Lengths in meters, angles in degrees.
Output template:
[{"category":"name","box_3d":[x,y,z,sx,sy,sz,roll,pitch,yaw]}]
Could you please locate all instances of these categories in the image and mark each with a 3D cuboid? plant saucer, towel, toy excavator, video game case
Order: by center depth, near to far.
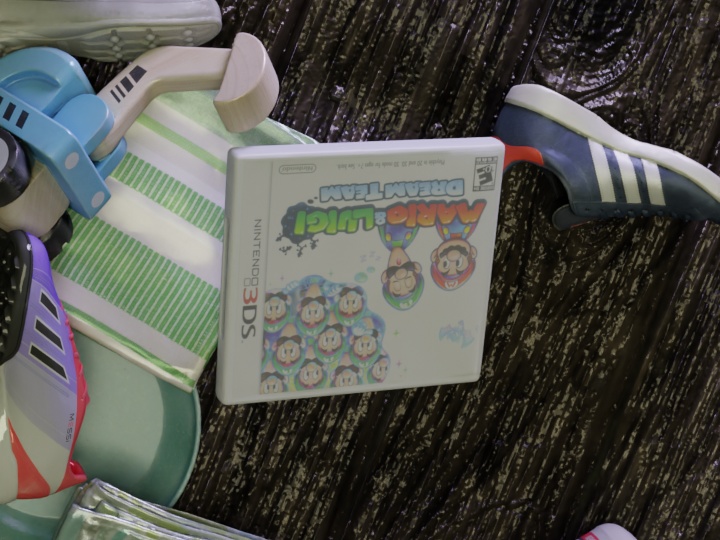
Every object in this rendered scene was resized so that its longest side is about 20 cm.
[{"category":"toy excavator","box_3d":[-0.180,-0.104,1.102,0.194,0.100,0.200,30,73,27]},{"category":"video game case","box_3d":[0.000,0.000,1.155,0.199,0.024,0.183,-4,112,-21]},{"category":"towel","box_3d":[-0.132,-0.035,1.156,0.152,0.023,0.201,29,80,-10]},{"category":"towel","box_3d":[-0.156,0.258,1.174,0.170,0.048,0.201,21,104,-17]},{"category":"plant saucer","box_3d":[-0.213,0.106,1.177,0.198,0.036,0.202,-1,96,-7]}]

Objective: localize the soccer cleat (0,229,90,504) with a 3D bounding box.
[{"category":"soccer cleat","box_3d":[-0.214,0.063,1.106,0.073,0.068,0.201,-4,117,-25]}]

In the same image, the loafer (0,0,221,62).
[{"category":"loafer","box_3d":[-0.194,-0.181,1.126,0.198,0.070,0.070,-1,77,-6]}]

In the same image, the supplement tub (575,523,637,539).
[{"category":"supplement tub","box_3d":[0.137,0.288,1.193,0.199,0.140,0.141,-31,100,-3]}]

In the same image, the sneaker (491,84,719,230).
[{"category":"sneaker","box_3d":[0.182,-0.057,1.194,0.199,0.075,0.085,26,91,0]}]
